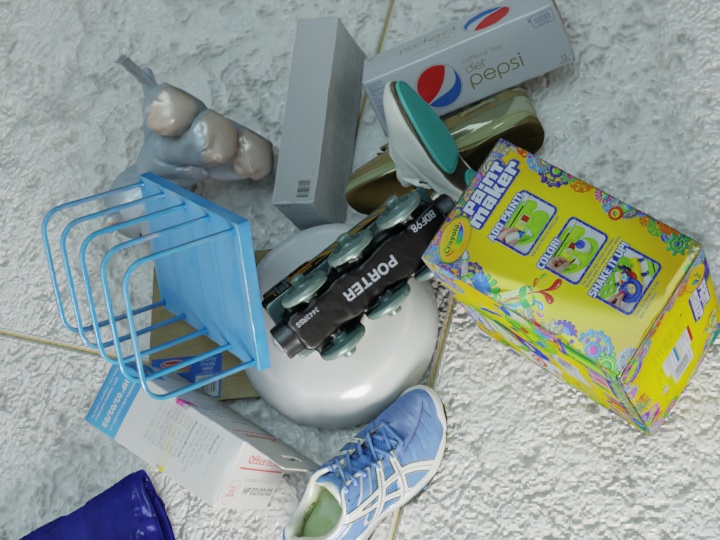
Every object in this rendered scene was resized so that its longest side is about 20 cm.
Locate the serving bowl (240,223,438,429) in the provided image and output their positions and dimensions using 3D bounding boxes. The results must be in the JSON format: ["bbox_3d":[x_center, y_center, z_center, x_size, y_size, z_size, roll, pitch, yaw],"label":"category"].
[{"bbox_3d":[-0.028,0.043,1.182,0.198,0.066,0.202,-4,69,10],"label":"serving bowl"}]

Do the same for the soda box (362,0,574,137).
[{"bbox_3d":[0.103,-0.205,1.226,0.198,0.064,0.068,-20,27,13],"label":"soda box"}]

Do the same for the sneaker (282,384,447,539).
[{"bbox_3d":[0.006,0.187,1.124,0.075,0.077,0.201,33,84,29],"label":"sneaker"}]

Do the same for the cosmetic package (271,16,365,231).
[{"bbox_3d":[-0.041,-0.145,1.264,0.050,0.083,0.202,-1,70,23],"label":"cosmetic package"}]

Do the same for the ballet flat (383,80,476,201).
[{"bbox_3d":[0.073,-0.083,1.154,0.069,0.200,0.070,-39,19,16],"label":"ballet flat"}]

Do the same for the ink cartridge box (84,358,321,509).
[{"bbox_3d":[-0.140,0.162,1.160,0.199,0.115,0.068,28,90,23],"label":"ink cartridge box"}]

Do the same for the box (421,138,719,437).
[{"bbox_3d":[0.182,0.019,1.048,0.192,0.200,0.122,32,84,27],"label":"box"}]

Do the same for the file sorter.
[{"bbox_3d":[-0.188,0.013,1.129,0.122,0.140,0.199,-21,26,-29],"label":"file sorter"}]

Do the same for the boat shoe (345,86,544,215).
[{"bbox_3d":[0.076,-0.115,1.216,0.199,0.073,0.063,-24,53,10],"label":"boat shoe"}]

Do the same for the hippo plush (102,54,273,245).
[{"bbox_3d":[-0.200,-0.100,1.264,0.199,0.159,0.162,31,95,9],"label":"hippo plush"}]

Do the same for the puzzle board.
[{"bbox_3d":[-0.120,0.056,1.257,0.198,0.017,0.152,-7,70,19],"label":"puzzle board"}]

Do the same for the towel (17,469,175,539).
[{"bbox_3d":[-0.263,0.301,1.206,0.199,0.050,0.148,-30,56,9],"label":"towel"}]

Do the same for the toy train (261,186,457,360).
[{"bbox_3d":[0.000,0.000,1.096,0.200,0.114,0.085,-39,104,-5],"label":"toy train"}]
